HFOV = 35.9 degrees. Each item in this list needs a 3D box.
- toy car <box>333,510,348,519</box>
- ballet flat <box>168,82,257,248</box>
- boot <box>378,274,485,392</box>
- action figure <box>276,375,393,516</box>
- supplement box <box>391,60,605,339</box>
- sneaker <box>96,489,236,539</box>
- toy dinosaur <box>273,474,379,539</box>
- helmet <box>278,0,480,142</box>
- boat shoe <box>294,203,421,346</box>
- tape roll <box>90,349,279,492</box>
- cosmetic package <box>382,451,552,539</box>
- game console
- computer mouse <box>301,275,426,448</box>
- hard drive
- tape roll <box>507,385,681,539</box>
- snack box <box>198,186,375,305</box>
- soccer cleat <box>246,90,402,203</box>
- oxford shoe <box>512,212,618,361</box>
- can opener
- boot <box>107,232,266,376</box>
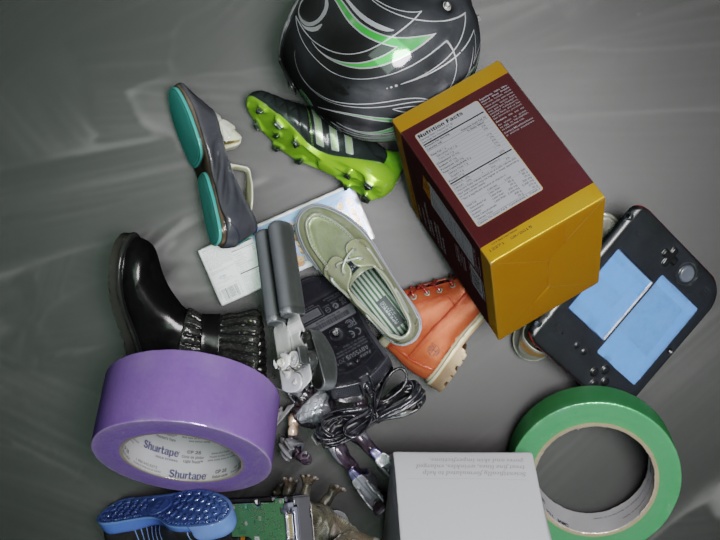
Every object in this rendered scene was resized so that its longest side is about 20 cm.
[{"bbox_3d":[-0.055,0.392,1.311,0.163,0.158,0.201,-14,69,8],"label":"toy car"},{"bbox_3d":[-0.165,-0.124,1.285,0.073,0.073,0.201,-18,83,0],"label":"ballet flat"},{"bbox_3d":[0.104,0.031,1.303,0.107,0.075,0.201,33,93,2],"label":"boot"},{"bbox_3d":[-0.023,0.193,1.312,0.130,0.069,0.200,-44,91,7],"label":"action figure"},{"bbox_3d":[0.148,-0.072,1.190,0.132,0.198,0.201,-29,63,-5],"label":"supplement box"},{"bbox_3d":[-0.215,0.305,1.284,0.199,0.070,0.078,-8,113,34],"label":"sneaker"},{"bbox_3d":[-0.073,0.292,1.269,0.199,0.077,0.103,-6,63,31],"label":"toy dinosaur"},{"bbox_3d":[0.029,-0.238,1.215,0.190,0.200,0.201,36,93,13],"label":"helmet"},{"bbox_3d":[0.000,0.000,1.262,0.072,0.062,0.200,-43,83,-1],"label":"boat shoe"},{"bbox_3d":[-0.192,0.171,1.233,0.198,0.200,0.085,5,58,-2],"label":"tape roll"},{"bbox_3d":[0.112,0.326,1.233,0.164,0.166,0.201,1,130,-5],"label":"cosmetic package"},{"bbox_3d":[0.311,0.048,1.296,0.177,0.031,0.200,39,92,-30],"label":"game console"},{"bbox_3d":[-0.026,0.101,1.289,0.138,0.053,0.201,-23,70,-14],"label":"computer mouse"},{"bbox_3d":[-0.125,0.327,1.257,0.038,0.199,0.141,2,78,-42],"label":"hard drive"},{"bbox_3d":[0.273,0.236,1.308,0.199,0.048,0.202,2,108,5],"label":"tape roll"},{"bbox_3d":[-0.087,-0.031,1.313,0.199,0.024,0.072,-24,94,0],"label":"snack box"},{"bbox_3d":[-0.040,-0.156,1.291,0.199,0.068,0.081,33,63,4],"label":"soccer cleat"},{"bbox_3d":[0.250,0.022,1.312,0.075,0.058,0.201,33,91,-2],"label":"oxford shoe"},{"bbox_3d":[-0.078,0.043,1.256,0.053,0.066,0.201,-28,68,42],"label":"can opener"},{"bbox_3d":[-0.192,0.052,1.273,0.157,0.080,0.213,-5,110,12],"label":"boot"}]
